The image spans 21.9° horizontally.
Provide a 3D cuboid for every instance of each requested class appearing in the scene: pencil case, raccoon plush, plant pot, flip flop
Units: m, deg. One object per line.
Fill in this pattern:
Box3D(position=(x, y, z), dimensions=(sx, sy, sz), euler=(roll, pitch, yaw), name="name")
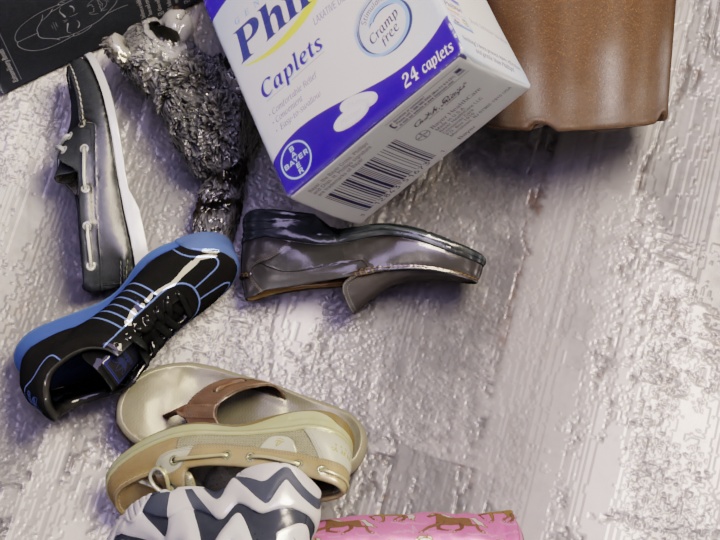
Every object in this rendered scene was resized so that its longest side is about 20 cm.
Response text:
Box3D(position=(0.031, 0.229, 1.397), dimensions=(0.198, 0.087, 0.083), euler=(-4, 27, -2), name="pencil case")
Box3D(position=(-0.156, -0.116, 1.514), dimensions=(0.133, 0.097, 0.201), euler=(10, 71, 11), name="raccoon plush")
Box3D(position=(0.169, -0.216, 1.477), dimensions=(0.198, 0.200, 0.200), euler=(-3, 101, -1), name="plant pot")
Box3D(position=(-0.092, 0.116, 1.446), dimensions=(0.198, 0.058, 0.082), euler=(14, 71, 4), name="flip flop")

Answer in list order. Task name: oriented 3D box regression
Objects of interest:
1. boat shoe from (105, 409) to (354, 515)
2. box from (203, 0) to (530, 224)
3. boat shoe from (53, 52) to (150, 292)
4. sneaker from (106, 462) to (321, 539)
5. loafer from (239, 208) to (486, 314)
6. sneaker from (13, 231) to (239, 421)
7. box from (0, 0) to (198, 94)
Box3D(position=(-0.102, 0.158, 1.400), dimensions=(0.199, 0.074, 0.063), euler=(-10, 39, 12), name="boat shoe")
Box3D(position=(0.000, -0.174, 1.424), dimensions=(0.184, 0.105, 0.201), euler=(-38, 60, 24), name="box")
Box3D(position=(-0.218, -0.080, 1.505), dimensions=(0.060, 0.076, 0.201), euler=(-13, 71, -11), name="boat shoe")
Box3D(position=(-0.117, 0.227, 1.345), dimensions=(0.198, 0.080, 0.130), euler=(-18, 43, 26), name="sneaker")
Box3D(position=(0.000, 0.000, 1.487), dimensions=(0.198, 0.073, 0.073), euler=(6, 79, 12), name="loafer")
Box3D(position=(-0.174, 0.048, 1.451), dimensions=(0.199, 0.070, 0.078), euler=(-33, 39, -3), name="sneaker")
Box3D(position=(-0.240, -0.257, 1.525), dimensions=(0.199, 0.149, 0.108), euler=(-27, 72, -8), name="box")
